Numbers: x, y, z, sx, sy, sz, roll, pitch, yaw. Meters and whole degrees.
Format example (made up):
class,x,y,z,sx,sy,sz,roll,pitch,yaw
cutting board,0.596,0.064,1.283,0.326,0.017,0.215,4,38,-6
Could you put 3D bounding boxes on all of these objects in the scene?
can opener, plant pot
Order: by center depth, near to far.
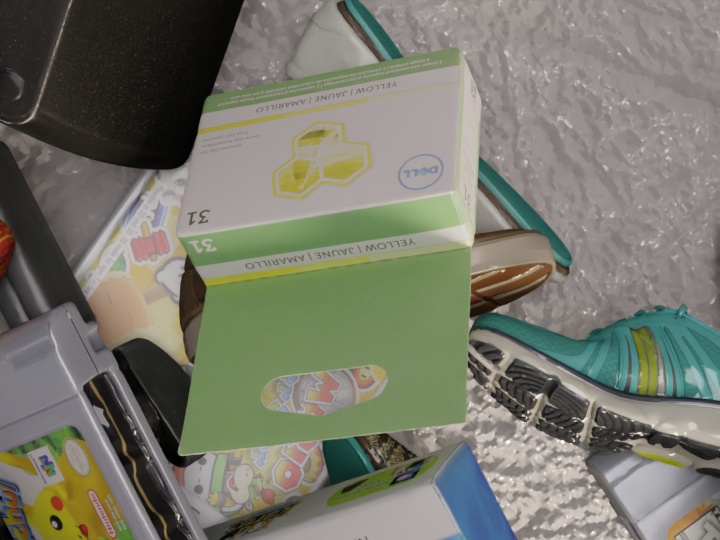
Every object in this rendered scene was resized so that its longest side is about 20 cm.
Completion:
class,x,y,z,sx,sy,sz,roll,pitch,yaw
plant pot,-0.164,-0.163,0.724,0.198,0.177,0.201,23,105,3
can opener,-0.154,0.024,0.801,0.066,0.053,0.201,-32,90,-39

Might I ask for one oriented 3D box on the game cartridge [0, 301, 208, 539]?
class,x,y,z,sx,sy,sz,roll,pitch,yaw
game cartridge,-0.145,0.126,0.777,0.040,0.133,0.201,-32,97,-47

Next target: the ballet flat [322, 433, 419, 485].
class,x,y,z,sx,sy,sz,roll,pitch,yaw
ballet flat,0.036,0.163,0.822,0.075,0.068,0.202,-19,97,-30

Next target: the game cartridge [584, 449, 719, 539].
class,x,y,z,sx,sy,sz,roll,pitch,yaw
game cartridge,0.233,0.152,0.849,0.133,0.042,0.201,-34,90,-1

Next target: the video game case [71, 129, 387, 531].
class,x,y,z,sx,sy,sz,roll,pitch,yaw
video game case,-0.077,0.042,0.835,0.181,0.023,0.201,35,85,-2

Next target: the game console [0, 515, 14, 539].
class,x,y,z,sx,sy,sz,roll,pitch,yaw
game console,-0.191,0.210,0.740,0.171,0.119,0.201,-26,95,14

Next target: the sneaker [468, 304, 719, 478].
class,x,y,z,sx,sy,sz,roll,pitch,yaw
sneaker,0.150,0.056,0.809,0.198,0.078,0.080,15,69,-5

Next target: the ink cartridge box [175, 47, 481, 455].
class,x,y,z,sx,sy,sz,roll,pitch,yaw
ink cartridge box,-0.017,-0.014,0.733,0.144,0.048,0.201,-8,46,16

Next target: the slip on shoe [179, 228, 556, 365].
class,x,y,z,sx,sy,sz,roll,pitch,yaw
slip on shoe,0.000,0.000,0.790,0.198,0.076,0.061,-15,70,13

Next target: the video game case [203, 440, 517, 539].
class,x,y,z,sx,sy,sz,roll,pitch,yaw
video game case,0.019,0.204,0.760,0.180,0.045,0.201,-23,98,35

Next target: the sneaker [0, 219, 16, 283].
class,x,y,z,sx,sy,sz,roll,pitch,yaw
sneaker,-0.256,0.030,0.768,0.199,0.073,0.077,-36,92,18

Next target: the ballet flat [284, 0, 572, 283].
class,x,y,z,sx,sy,sz,roll,pitch,yaw
ballet flat,0.033,-0.058,0.835,0.069,0.069,0.200,-40,88,-6
